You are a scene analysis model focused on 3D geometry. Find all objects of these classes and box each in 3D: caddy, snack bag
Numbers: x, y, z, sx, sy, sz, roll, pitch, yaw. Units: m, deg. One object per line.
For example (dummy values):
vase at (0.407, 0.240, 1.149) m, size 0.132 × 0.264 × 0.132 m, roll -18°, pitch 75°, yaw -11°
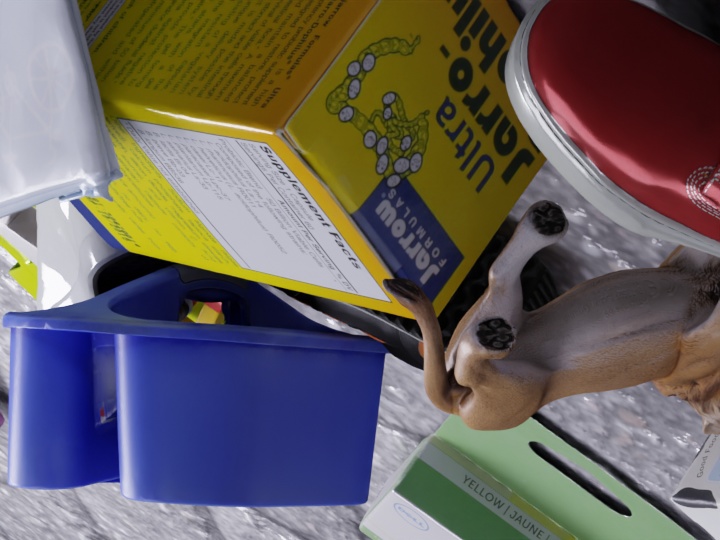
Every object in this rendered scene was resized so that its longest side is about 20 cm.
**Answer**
caddy at (-0.072, 0.049, 1.169) m, size 0.141 × 0.106 × 0.200 m, roll 2°, pitch 177°, yaw 33°
snack bag at (-0.171, -0.108, 1.020) m, size 0.188 × 0.021 × 0.201 m, roll -15°, pitch 88°, yaw 50°

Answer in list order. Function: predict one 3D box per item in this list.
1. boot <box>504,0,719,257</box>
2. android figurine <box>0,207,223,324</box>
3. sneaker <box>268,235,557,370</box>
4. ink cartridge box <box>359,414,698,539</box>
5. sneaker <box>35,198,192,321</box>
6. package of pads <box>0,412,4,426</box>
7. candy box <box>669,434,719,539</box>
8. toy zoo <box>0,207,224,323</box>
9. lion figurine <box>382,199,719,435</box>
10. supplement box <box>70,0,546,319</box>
boot at (0.152, -0.040, 0.835) m, size 0.199 × 0.073 × 0.144 m, roll 32°, pitch 160°, yaw -13°
android figurine at (-0.119, 0.024, 1.422) m, size 0.200 × 0.041 × 0.182 m, roll 43°, pitch 157°, yaw -13°
sneaker at (0.000, 0.000, 1.151) m, size 0.199 × 0.070 × 0.090 m, roll 28°, pitch 162°, yaw 21°
ink cartridge box at (0.085, 0.139, 1.350) m, size 0.145 × 0.048 × 0.200 m, roll 36°, pitch 162°, yaw 1°
sneaker at (-0.120, -0.017, 1.241) m, size 0.200 × 0.072 × 0.085 m, roll 126°, pitch 127°, yaw -65°
package of pads at (-0.344, 0.054, 1.787) m, size 0.120 × 0.076 × 0.200 m, roll 20°, pitch 154°, yaw 42°
candy box at (0.247, 0.116, 1.013) m, size 0.168 × 0.072 × 0.200 m, roll 44°, pitch 158°, yaw -24°
toy zoo at (-0.116, -0.025, 1.286) m, size 0.131 × 0.020 × 0.200 m, roll 34°, pitch 147°, yaw 4°
lion figurine at (0.090, 0.025, 0.968) m, size 0.199 × 0.073 × 0.123 m, roll -3°, pitch 150°, yaw -17°
supplement box at (-0.037, -0.068, 1.006) m, size 0.199 × 0.110 × 0.109 m, roll 13°, pitch 150°, yaw 47°
